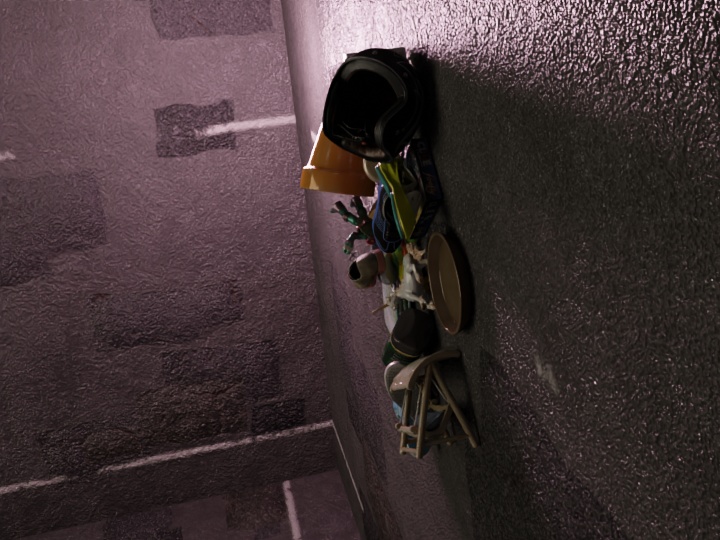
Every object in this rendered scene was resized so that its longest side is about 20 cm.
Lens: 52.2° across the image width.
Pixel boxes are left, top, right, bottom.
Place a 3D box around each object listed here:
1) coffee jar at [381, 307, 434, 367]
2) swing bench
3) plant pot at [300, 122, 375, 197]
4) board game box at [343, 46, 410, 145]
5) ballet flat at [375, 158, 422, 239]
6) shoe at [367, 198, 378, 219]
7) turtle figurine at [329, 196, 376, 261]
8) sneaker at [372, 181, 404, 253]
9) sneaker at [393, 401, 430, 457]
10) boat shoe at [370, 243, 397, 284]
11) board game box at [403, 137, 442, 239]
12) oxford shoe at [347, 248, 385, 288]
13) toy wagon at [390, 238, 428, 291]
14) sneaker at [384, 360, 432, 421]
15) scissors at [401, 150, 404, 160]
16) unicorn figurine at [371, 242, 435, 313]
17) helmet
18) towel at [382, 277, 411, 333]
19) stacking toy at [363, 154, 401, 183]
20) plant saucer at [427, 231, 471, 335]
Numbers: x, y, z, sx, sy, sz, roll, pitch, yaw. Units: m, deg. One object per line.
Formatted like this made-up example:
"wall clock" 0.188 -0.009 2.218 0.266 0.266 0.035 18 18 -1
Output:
"coffee jar" 0.108 0.161 1.680 0.200 0.085 0.105 105 -171 -68
"swing bench" 0.140 0.275 1.526 0.199 0.129 0.201 122 138 -76
"plant pot" -0.051 -0.299 1.948 0.200 0.199 0.184 -141 58 -75
"board game box" 0.037 -0.353 1.525 0.035 0.126 0.201 -124 27 -66
"ballet flat" 0.082 -0.148 1.426 0.067 0.067 0.200 68 -176 -51
"shoe" 0.061 -0.150 1.770 0.070 0.053 0.200 -57 4 -4
"turtle figurine" 0.011 -0.105 1.950 0.101 0.149 0.200 -49 63 36
"sneaker" 0.065 -0.105 1.559 0.078 0.070 0.200 -103 9 -49
"sneaker" 0.130 0.375 1.830 0.131 0.079 0.201 104 164 -62
"boat shoe" 0.047 -0.019 1.794 0.200 0.068 0.072 -87 -28 -59
"board game box" 0.117 -0.164 1.512 0.200 0.034 0.136 109 150 -70
"oxford shoe" 0.000 0.000 1.707 0.200 0.075 0.071 120 135 -68
"toy wagon" 0.108 -0.028 1.675 0.200 0.039 0.156 -110 14 -48
"sneaker" 0.111 0.275 1.710 0.200 0.075 0.105 55 -173 -23
"scissors" 0.097 -0.195 1.672 0.200 0.014 0.073 97 163 -56
"unicorn figurine" 0.110 0.032 1.580 0.137 0.074 0.201 39 120 53
"helmet" 0.031 -0.322 1.411 0.200 0.199 0.191 172 120 -80
"towel" 0.095 0.095 1.855 0.171 0.048 0.201 -112 15 -62
"stacking toy" 0.051 -0.237 1.677 0.200 0.085 0.086 -63 -36 -85
"plant saucer" 0.170 0.023 1.407 0.200 0.029 0.201 170 90 -81
